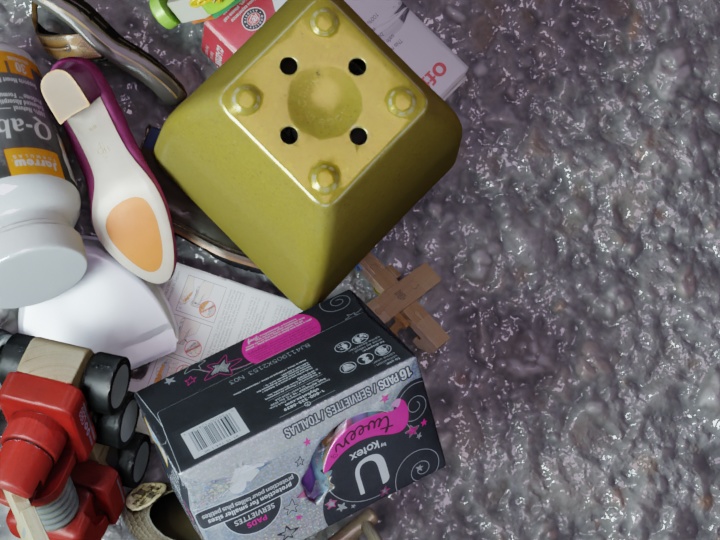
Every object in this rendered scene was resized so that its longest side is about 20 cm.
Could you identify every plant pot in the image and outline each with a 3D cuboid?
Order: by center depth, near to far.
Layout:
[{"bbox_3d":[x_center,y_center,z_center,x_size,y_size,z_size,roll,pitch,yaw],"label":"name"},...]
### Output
[{"bbox_3d":[-0.035,-0.111,1.063,0.194,0.200,0.196,45,80,0],"label":"plant pot"}]

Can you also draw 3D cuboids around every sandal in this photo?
[{"bbox_3d":[-0.245,-0.201,1.198,0.199,0.082,0.055,37,99,-9],"label":"sandal"}]

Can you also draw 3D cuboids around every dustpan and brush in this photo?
[{"bbox_3d":[-0.251,-0.002,1.171,0.138,0.057,0.202,-22,92,0],"label":"dustpan and brush"}]

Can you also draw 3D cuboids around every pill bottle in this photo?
[{"bbox_3d":[-0.296,-0.079,1.113,0.115,0.117,0.201,-18,67,-12],"label":"pill bottle"}]

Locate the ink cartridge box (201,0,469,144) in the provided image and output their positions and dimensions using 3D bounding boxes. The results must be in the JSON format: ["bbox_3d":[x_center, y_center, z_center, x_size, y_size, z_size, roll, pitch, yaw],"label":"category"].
[{"bbox_3d":[-0.024,-0.190,1.219,0.200,0.084,0.144,44,77,1],"label":"ink cartridge box"}]

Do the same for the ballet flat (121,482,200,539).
[{"bbox_3d":[-0.123,0.211,1.101,0.199,0.047,0.067,20,50,37],"label":"ballet flat"}]

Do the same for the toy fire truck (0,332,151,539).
[{"bbox_3d":[-0.233,0.178,1.042,0.127,0.177,0.201,12,53,10],"label":"toy fire truck"}]

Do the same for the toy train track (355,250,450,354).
[{"bbox_3d":[0.000,0.000,1.213,0.200,0.033,0.114,48,42,9],"label":"toy train track"}]

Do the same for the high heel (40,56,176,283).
[{"bbox_3d":[-0.207,-0.086,1.144,0.067,0.096,0.201,-30,102,8],"label":"high heel"}]

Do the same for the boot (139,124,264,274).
[{"bbox_3d":[-0.118,-0.057,1.180,0.198,0.075,0.098,17,86,-3],"label":"boot"}]

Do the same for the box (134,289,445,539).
[{"bbox_3d":[-0.054,0.127,1.060,0.199,0.132,0.116,-26,122,-13],"label":"box"}]

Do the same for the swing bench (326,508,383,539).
[{"bbox_3d":[-0.034,0.319,1.059,0.198,0.199,0.131,-20,114,-13],"label":"swing bench"}]

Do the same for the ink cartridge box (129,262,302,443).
[{"bbox_3d":[-0.113,0.094,1.187,0.198,0.050,0.162,17,78,10],"label":"ink cartridge box"}]

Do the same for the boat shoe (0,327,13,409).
[{"bbox_3d":[-0.340,0.137,1.110,0.200,0.068,0.074,-59,136,-19],"label":"boat shoe"}]

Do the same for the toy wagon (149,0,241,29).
[{"bbox_3d":[-0.111,-0.263,1.162,0.154,0.201,0.040,-30,118,20],"label":"toy wagon"}]
